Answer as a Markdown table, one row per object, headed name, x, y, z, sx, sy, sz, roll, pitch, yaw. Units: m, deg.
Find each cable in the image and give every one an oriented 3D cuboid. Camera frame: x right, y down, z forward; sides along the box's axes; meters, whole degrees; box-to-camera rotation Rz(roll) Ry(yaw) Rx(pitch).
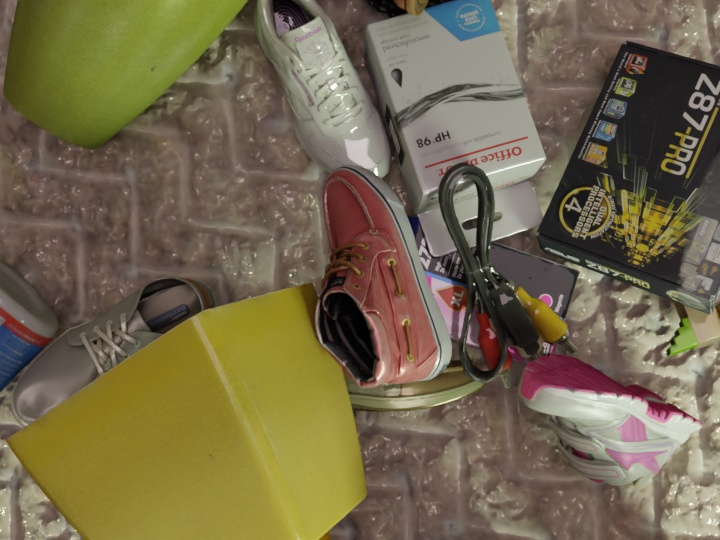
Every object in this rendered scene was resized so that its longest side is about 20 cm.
| name | x | y | z | sx | sy | sz | roll | pitch | yaw |
| --- | --- | --- | --- | --- | --- | --- | --- | --- | --- |
| cable | 0.103 | 0.011 | 0.843 | 0.096 | 0.050 | 0.202 | -28 | 99 | 4 |

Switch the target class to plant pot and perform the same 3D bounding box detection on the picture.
| name | x | y | z | sx | sy | sz | roll | pitch | yaw |
| --- | --- | --- | --- | --- | --- | --- | --- | --- | --- |
| plant pot | -0.109 | 0.144 | 0.773 | 0.199 | 0.200 | 0.178 | -31 | 84 | 20 |
| plant pot | -0.213 | -0.212 | 0.847 | 0.186 | 0.187 | 0.201 | 34 | 102 | 1 |

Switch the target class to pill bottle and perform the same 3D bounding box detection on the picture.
| name | x | y | z | sx | sy | sz | roll | pitch | yaw |
| --- | --- | --- | --- | --- | --- | --- | --- | --- | --- |
| pill bottle | -0.365 | 0.083 | 0.850 | 0.112 | 0.112 | 0.200 | 45 | 88 | 1 |

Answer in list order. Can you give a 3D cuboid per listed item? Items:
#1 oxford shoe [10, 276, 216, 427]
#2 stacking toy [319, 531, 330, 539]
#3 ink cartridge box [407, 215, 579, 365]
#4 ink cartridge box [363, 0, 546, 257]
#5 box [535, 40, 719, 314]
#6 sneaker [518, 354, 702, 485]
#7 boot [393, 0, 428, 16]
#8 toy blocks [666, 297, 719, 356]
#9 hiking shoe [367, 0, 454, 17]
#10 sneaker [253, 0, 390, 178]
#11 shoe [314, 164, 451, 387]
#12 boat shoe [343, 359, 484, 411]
| name | x | y | z | sx | sy | sz | roll | pitch | yaw |
| --- | --- | --- | --- | --- | --- | --- | --- | --- | --- |
| oxford shoe | -0.213 | 0.065 | 0.858 | 0.199 | 0.058 | 0.076 | -32 | 81 | -15 |
| stacking toy | -0.054 | 0.248 | 0.865 | 0.084 | 0.085 | 0.203 | 6 | 83 | 0 |
| ink cartridge box | 0.089 | 0.015 | 0.898 | 0.198 | 0.037 | 0.096 | 18 | 87 | 2 |
| ink cartridge box | 0.086 | -0.127 | 0.869 | 0.114 | 0.067 | 0.202 | -17 | 79 | -6 |
| box | 0.264 | -0.084 | 0.860 | 0.160 | 0.049 | 0.202 | 23 | 80 | 23 |
| sneaker | 0.204 | 0.136 | 0.840 | 0.199 | 0.081 | 0.089 | 23 | 97 | -32 |
| boot | -0.004 | -0.295 | 0.826 | 0.153 | 0.074 | 0.202 | 10 | 53 | -2 |
| toy blocks | 0.342 | -0.022 | 0.880 | 0.198 | 0.100 | 0.138 | -20 | 75 | 8 |
| hiking shoe | 0.016 | -0.286 | 0.891 | 0.198 | 0.074 | 0.088 | 16 | 75 | -7 |
| sneaker | -0.039 | -0.165 | 0.871 | 0.074 | 0.100 | 0.201 | -31 | 89 | -4 |
| shoe | 0.000 | 0.000 | 0.817 | 0.071 | 0.090 | 0.202 | -37 | 69 | 37 |
| boat shoe | 0.009 | 0.087 | 0.875 | 0.198 | 0.073 | 0.064 | -3 | 92 | 7 |
